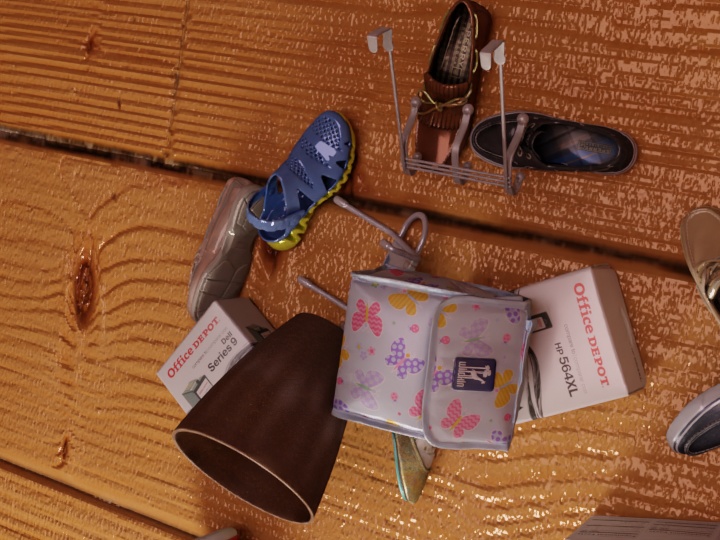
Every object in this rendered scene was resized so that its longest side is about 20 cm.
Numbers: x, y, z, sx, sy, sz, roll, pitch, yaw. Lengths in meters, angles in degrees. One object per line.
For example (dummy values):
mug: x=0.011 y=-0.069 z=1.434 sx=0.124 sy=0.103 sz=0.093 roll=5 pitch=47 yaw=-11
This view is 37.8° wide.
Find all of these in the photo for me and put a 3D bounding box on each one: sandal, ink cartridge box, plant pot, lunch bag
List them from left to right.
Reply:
ink cartridge box: x=-0.153 y=0.156 z=1.378 sx=0.200 sy=0.084 sz=0.146 roll=48 pitch=110 yaw=18
plant pot: x=-0.087 y=0.155 z=1.220 sx=0.185 sy=0.188 sz=0.201 roll=18 pitch=61 yaw=26
sandal: x=-0.079 y=-0.113 z=1.332 sx=0.079 sy=0.087 sz=0.201 roll=39 pitch=106 yaw=29
lunch bag: x=0.082 y=0.093 z=1.141 sx=0.198 sy=0.127 sz=0.172 roll=13 pitch=101 yaw=22
ink cartridge box: x=0.202 y=0.089 z=1.191 sx=0.198 sy=0.084 sz=0.148 roll=-20 pitch=81 yaw=28

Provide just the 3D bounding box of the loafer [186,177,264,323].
loafer: x=-0.185 y=-0.028 z=1.409 sx=0.063 sy=0.072 sz=0.202 roll=30 pitch=99 yaw=41

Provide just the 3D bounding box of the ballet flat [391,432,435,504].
ballet flat: x=0.063 y=0.180 z=1.280 sx=0.070 sy=0.070 sz=0.202 roll=-15 pitch=84 yaw=27

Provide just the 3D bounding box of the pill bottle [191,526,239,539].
pill bottle: x=-0.188 y=0.453 z=1.387 sx=0.115 sy=0.116 sz=0.202 roll=-24 pitch=80 yaw=26

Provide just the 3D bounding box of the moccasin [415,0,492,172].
moccasin: x=0.105 y=-0.215 z=1.237 sx=0.073 sy=0.078 sz=0.203 roll=24 pitch=104 yaw=22

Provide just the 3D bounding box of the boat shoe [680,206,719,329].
boat shoe: x=0.380 y=0.012 z=1.080 sx=0.072 sy=0.065 sz=0.202 roll=-29 pitch=57 yaw=23

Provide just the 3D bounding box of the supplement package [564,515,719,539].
supplement package: x=0.312 y=0.378 z=1.126 sx=0.154 sy=0.111 sz=0.203 roll=-4 pitch=89 yaw=27

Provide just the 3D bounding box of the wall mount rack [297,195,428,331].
wall mount rack: x=0.000 y=0.000 z=1.304 sx=0.202 sy=0.074 sz=0.174 roll=-64 pitch=28 yaw=11

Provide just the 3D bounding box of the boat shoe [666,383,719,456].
boat shoe: x=0.412 y=0.152 z=1.073 sx=0.200 sy=0.071 sz=0.091 roll=-39 pitch=46 yaw=21

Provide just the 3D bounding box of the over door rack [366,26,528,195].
over door rack: x=0.103 y=-0.180 z=1.146 sx=0.146 sy=0.067 sz=0.201 roll=13 pitch=142 yaw=28

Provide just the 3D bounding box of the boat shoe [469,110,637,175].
boat shoe: x=0.210 y=-0.142 z=1.191 sx=0.198 sy=0.066 sz=0.071 roll=15 pitch=98 yaw=26
